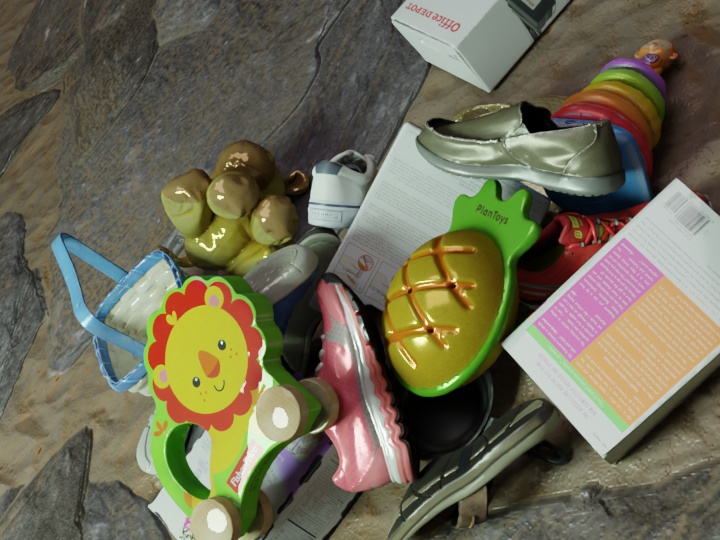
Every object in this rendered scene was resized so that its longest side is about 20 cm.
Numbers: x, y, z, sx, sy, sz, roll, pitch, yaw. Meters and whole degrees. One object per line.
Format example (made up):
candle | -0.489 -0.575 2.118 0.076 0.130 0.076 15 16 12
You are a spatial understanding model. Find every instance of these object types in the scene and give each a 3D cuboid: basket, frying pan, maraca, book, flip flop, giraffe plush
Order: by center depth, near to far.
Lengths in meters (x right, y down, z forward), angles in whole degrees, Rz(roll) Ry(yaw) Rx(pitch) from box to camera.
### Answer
book | 0.229 0.039 0.927 0.200 0.048 0.134 -43 63 4
flip flop | 0.096 0.180 0.961 0.200 0.058 0.081 -41 8 23
maraca | 0.087 0.015 1.001 0.137 0.107 0.201 28 92 51
frying pan | 0.102 0.117 1.026 0.189 0.031 0.116 -2 66 28
basket | -0.252 0.048 1.286 0.139 0.200 0.177 -48 41 13
giraffe plush | -0.137 -0.080 1.353 0.200 0.172 0.163 -57 9 51

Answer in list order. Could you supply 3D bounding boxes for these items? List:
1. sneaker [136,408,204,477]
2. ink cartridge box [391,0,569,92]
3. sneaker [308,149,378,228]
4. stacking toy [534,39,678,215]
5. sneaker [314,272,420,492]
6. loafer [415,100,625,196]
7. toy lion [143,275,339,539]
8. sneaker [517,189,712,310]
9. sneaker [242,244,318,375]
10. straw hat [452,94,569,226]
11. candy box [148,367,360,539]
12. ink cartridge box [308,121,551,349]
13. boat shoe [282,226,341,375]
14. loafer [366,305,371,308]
sneaker | -0.161 0.135 1.219 0.076 0.080 0.201 18 74 45
ink cartridge box | 0.152 -0.318 1.302 0.200 0.084 0.145 -49 38 -1
sneaker | 0.001 -0.088 1.188 0.072 0.200 0.071 9 100 13
stacking toy | 0.250 -0.155 1.081 0.116 0.110 0.200 11 52 39
sneaker | -0.016 0.100 1.012 0.086 0.074 0.201 -21 75 6
loafer | 0.139 -0.116 1.003 0.199 0.070 0.075 13 23 31
toy lion | -0.126 0.113 1.009 0.191 0.069 0.201 40 111 24
sneaker | 0.209 -0.022 1.003 0.199 0.085 0.077 -25 46 28
sneaker | -0.086 0.069 1.073 0.200 0.111 0.077 -42 20 19
straw hat | 0.131 -0.123 1.159 0.200 0.085 0.202 -25 44 27
candy box | -0.091 0.202 1.114 0.200 0.072 0.167 -52 39 -6
ink cartridge box | 0.067 -0.017 1.099 0.201 0.161 0.050 -61 -3 5
boat shoe | -0.065 0.028 1.176 0.061 0.071 0.202 -94 21 -51
loafer | 0.000 0.000 1.193 0.199 0.072 0.073 -10 53 38
